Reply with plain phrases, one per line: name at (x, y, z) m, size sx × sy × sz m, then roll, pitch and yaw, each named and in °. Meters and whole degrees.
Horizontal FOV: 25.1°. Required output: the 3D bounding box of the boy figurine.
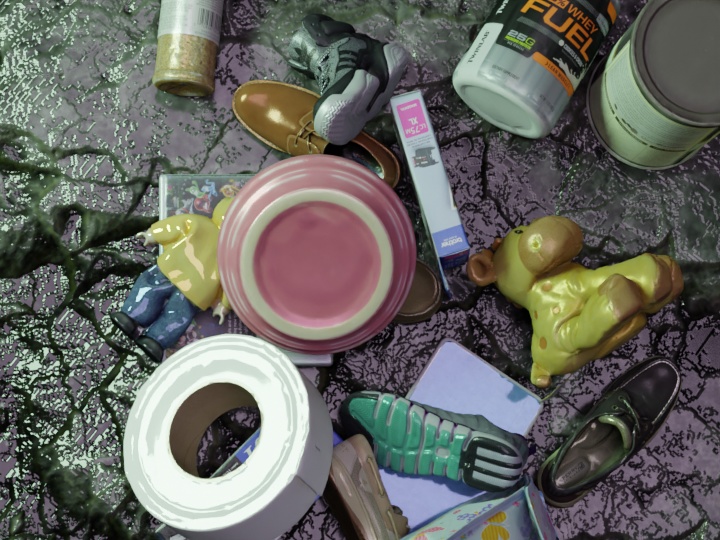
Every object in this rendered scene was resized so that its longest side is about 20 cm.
boy figurine at (-0.169, -0.007, 1.638) m, size 0.124 × 0.064 × 0.201 m, roll 39°, pitch 79°, yaw -2°

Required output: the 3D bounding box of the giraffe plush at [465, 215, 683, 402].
giraffe plush at (0.207, 0.013, 1.663) m, size 0.200 × 0.172 × 0.163 m, roll -43°, pitch 74°, yaw 22°

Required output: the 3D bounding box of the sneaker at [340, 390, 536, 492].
sneaker at (0.079, 0.170, 1.651) m, size 0.198 × 0.087 × 0.075 m, roll 20°, pitch 107°, yaw 19°

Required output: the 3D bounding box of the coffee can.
coffee can at (0.324, -0.196, 1.665) m, size 0.145 × 0.200 × 0.148 m, roll 1°, pitch 81°, yaw -5°

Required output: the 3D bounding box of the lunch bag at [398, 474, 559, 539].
lunch bag at (0.139, 0.308, 1.591) m, size 0.199 × 0.127 × 0.171 m, roll -19°, pitch 89°, yaw -45°

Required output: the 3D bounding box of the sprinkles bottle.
sprinkles bottle at (-0.176, -0.288, 1.701) m, size 0.067 × 0.068 × 0.202 m, roll 6°, pitch 81°, yaw -4°

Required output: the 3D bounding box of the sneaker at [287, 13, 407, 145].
sneaker at (-0.032, -0.199, 1.659) m, size 0.113 × 0.200 × 0.076 m, roll 29°, pitch 121°, yaw 8°

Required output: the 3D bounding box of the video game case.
video game case at (-0.120, 0.000, 1.685) m, size 0.180 × 0.023 × 0.202 m, roll 0°, pitch 82°, yaw -6°

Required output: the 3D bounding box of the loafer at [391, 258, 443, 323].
loafer at (0.000, 0.000, 1.658) m, size 0.198 × 0.067 × 0.077 m, roll 19°, pitch 78°, yaw -17°

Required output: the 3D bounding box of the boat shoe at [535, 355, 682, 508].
boat shoe at (0.264, 0.167, 1.671) m, size 0.201 × 0.066 × 0.072 m, roll -43°, pitch 86°, yaw -10°

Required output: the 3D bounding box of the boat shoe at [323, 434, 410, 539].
boat shoe at (0.021, 0.261, 1.620) m, size 0.065 × 0.072 × 0.202 m, roll -30°, pitch 102°, yaw -23°

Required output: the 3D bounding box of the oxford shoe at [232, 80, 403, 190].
oxford shoe at (-0.048, -0.143, 1.681) m, size 0.199 × 0.071 × 0.072 m, roll 27°, pitch 99°, yaw 8°

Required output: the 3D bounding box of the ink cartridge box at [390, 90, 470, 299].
ink cartridge box at (0.076, -0.075, 1.663) m, size 0.042 × 0.119 × 0.202 m, roll -15°, pitch 83°, yaw 1°

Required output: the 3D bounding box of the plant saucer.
plant saucer at (-0.043, -0.011, 1.588) m, size 0.198 × 0.051 × 0.203 m, roll 0°, pitch 104°, yaw -2°

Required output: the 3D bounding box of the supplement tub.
supplement tub at (0.193, -0.251, 1.702) m, size 0.122 × 0.123 × 0.201 m, roll 30°, pitch 80°, yaw 0°

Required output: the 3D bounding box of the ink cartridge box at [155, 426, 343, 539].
ink cartridge box at (-0.104, 0.227, 1.639) m, size 0.094 × 0.044 × 0.200 m, roll 45°, pitch 80°, yaw 1°

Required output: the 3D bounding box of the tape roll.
tape roll at (-0.128, 0.168, 1.581) m, size 0.200 × 0.071 × 0.204 m, roll -9°, pitch 62°, yaw 17°

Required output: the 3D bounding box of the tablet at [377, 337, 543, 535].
tablet at (0.089, 0.185, 1.679) m, size 0.130 × 0.014 × 0.201 m, roll 33°, pitch 79°, yaw 1°
